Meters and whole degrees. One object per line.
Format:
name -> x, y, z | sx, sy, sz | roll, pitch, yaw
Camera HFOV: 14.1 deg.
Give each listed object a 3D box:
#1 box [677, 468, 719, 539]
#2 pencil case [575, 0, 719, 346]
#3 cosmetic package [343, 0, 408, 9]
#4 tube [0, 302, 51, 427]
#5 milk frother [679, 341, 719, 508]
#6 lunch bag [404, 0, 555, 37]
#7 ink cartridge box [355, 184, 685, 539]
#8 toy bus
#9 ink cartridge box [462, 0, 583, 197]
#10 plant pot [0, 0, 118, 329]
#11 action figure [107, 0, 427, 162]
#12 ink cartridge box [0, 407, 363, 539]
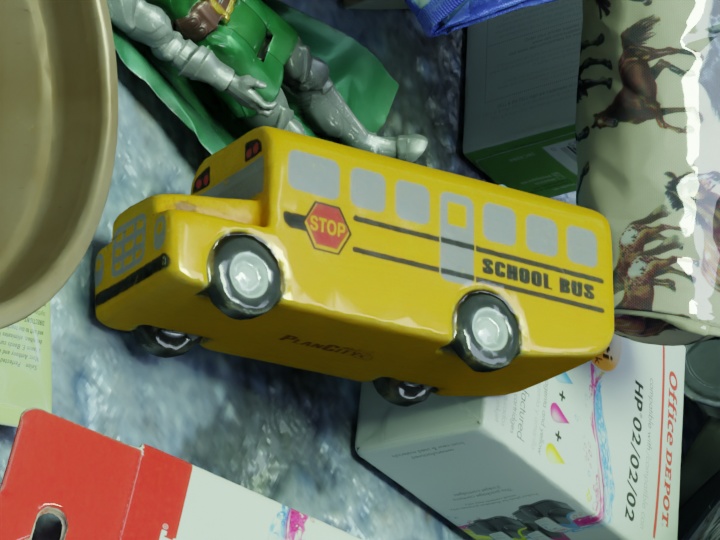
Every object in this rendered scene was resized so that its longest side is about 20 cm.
box -> 0.153, 0.146, 1.253 | 0.043, 0.160, 0.200 | 38, 40, -2
pencil case -> 0.123, -0.069, 1.204 | 0.077, 0.089, 0.202 | 5, 85, -27
cosmetic package -> 0.028, -0.221, 1.251 | 0.071, 0.105, 0.201 | -9, 84, -57
tube -> -0.133, -0.048, 0.990 | 0.058, 0.052, 0.202 | 0, 79, -15
milk frother -> 0.269, 0.101, 1.417 | 0.188, 0.199, 0.181 | 53, 43, -32
lunch bag -> 0.070, -0.203, 1.121 | 0.171, 0.199, 0.128 | 59, -10, 14
ink cartridge box -> 0.084, 0.063, 1.261 | 0.200, 0.068, 0.116 | 38, 48, -44
toy bus -> 0.000, 0.000, 1.096 | 0.199, 0.065, 0.079 | 13, 67, -31
ink cartridge box -> 0.107, -0.141, 1.343 | 0.059, 0.103, 0.201 | 34, 51, -48
plant pot -> -0.170, -0.069, 0.891 | 0.200, 0.092, 0.202 | 28, 55, -49
action figure -> -0.050, -0.088, 1.128 | 0.200, 0.054, 0.119 | 44, 47, -35
ink cartridge box -> -0.048, 0.141, 0.983 | 0.199, 0.067, 0.117 | 25, 52, -17
